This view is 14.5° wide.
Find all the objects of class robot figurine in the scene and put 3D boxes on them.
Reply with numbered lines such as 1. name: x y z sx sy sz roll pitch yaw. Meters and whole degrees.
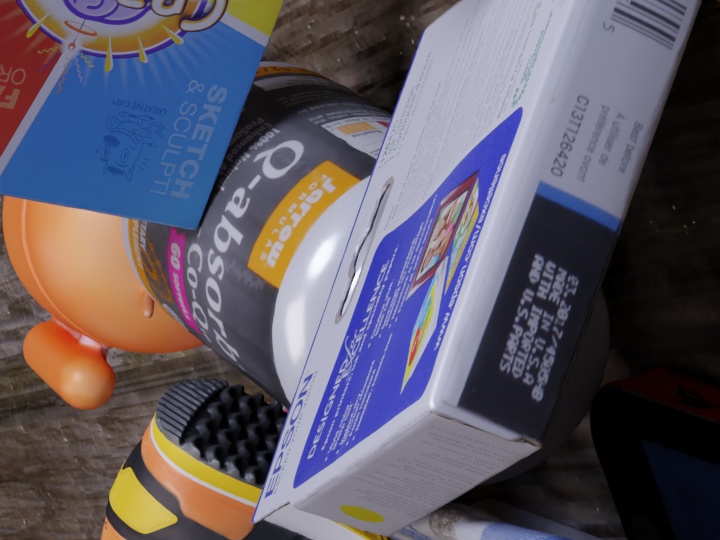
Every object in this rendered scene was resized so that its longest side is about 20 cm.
1. robot figurine: -0.095 -0.021 1.242 0.117 0.144 0.200 62 170 -7

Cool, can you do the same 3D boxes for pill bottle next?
1. pill bottle: 0.000 0.000 1.068 0.200 0.116 0.116 33 141 54

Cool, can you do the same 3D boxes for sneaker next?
1. sneaker: -0.006 0.125 1.073 0.200 0.070 0.090 33 119 -1

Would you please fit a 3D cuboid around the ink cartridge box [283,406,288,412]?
1. ink cartridge box: -0.014 0.131 1.205 0.145 0.083 0.200 54 167 -1

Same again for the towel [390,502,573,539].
1. towel: 0.072 0.103 0.947 0.147 0.024 0.200 28 172 -23

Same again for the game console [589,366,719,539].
1. game console: 0.154 0.126 0.957 0.200 0.031 0.177 19 129 62

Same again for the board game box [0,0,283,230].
1. board game box: -0.093 -0.122 1.001 0.040 0.153 0.200 38 112 48

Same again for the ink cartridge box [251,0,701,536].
1. ink cartridge box: 0.039 -0.018 0.895 0.047 0.198 0.200 22 161 -8

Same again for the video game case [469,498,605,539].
1. video game case: 0.107 0.197 1.151 0.143 0.017 0.200 14 124 64
